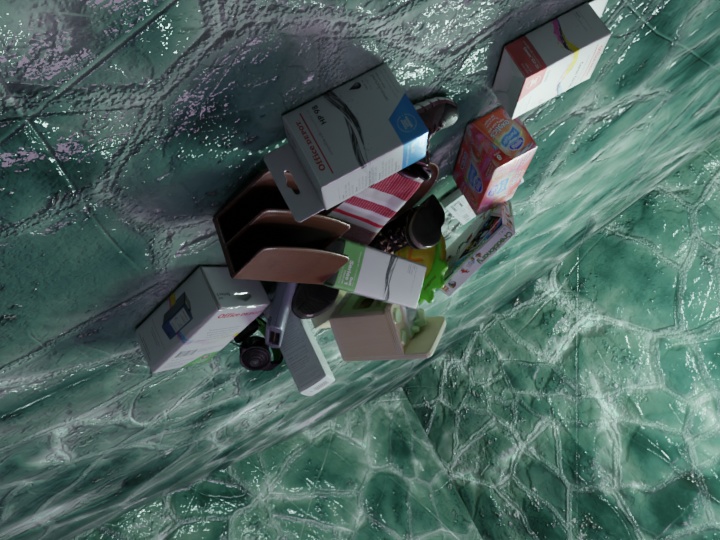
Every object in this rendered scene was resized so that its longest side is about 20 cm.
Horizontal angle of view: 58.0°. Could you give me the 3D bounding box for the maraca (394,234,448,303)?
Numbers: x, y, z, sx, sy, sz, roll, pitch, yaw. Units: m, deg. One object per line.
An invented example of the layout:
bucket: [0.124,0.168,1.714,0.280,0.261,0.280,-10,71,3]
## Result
maraca: [0.132,-0.026,1.374,0.104,0.203,0.139,8,134,-26]

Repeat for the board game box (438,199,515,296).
board game box: [0.238,-0.052,1.346,0.200,0.034,0.128,-47,-163,31]

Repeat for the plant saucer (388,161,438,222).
plant saucer: [0.051,-0.142,1.174,0.196,0.035,0.201,-28,163,-9]

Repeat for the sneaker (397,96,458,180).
sneaker: [0.092,-0.188,0.972,0.196,0.117,0.076,-19,160,-35]

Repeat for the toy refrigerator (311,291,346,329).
toy refrigerator: [-0.029,0.076,1.445,0.075,0.072,0.198,-33,162,30]

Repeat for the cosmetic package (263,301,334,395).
cosmetic package: [-0.134,0.160,1.402,0.073,0.203,0.102,-29,163,0]

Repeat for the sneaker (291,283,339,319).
sneaker: [-0.089,0.042,1.265,0.115,0.075,0.201,-49,-171,41]

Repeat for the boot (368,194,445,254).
boot: [0.082,-0.069,1.268,0.148,0.074,0.201,-28,-164,27]

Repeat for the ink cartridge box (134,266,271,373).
ink cartridge box: [-0.275,0.084,1.144,0.199,0.089,0.144,-38,163,25]

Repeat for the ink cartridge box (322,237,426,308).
ink cartridge box: [0.000,0.000,1.168,0.196,0.087,0.145,17,178,-36]

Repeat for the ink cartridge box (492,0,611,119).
ink cartridge box: [0.315,-0.337,1.028,0.196,0.069,0.117,-29,163,-7]

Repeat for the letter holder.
letter holder: [-0.094,-0.062,0.973,0.141,0.103,0.197,-36,156,30]

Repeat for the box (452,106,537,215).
box: [0.248,-0.203,1.228,0.093,0.104,0.201,-27,164,-10]

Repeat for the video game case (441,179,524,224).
video game case: [0.283,-0.182,1.483,0.180,0.023,0.199,-36,162,13]

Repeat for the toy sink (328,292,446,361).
toy sink: [0.056,0.095,1.298,0.195,0.115,0.131,-5,-153,29]

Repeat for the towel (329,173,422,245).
towel: [0.006,-0.117,1.074,0.141,0.023,0.200,13,141,-29]

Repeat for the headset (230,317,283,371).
headset: [-0.219,0.135,1.330,0.093,0.125,0.199,-37,155,18]

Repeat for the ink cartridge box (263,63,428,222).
ink cartridge box: [-0.023,-0.164,0.841,0.196,0.118,0.067,-29,164,-8]

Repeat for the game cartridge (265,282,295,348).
game cartridge: [-0.151,0.066,1.247,0.039,0.137,0.200,11,163,-6]
